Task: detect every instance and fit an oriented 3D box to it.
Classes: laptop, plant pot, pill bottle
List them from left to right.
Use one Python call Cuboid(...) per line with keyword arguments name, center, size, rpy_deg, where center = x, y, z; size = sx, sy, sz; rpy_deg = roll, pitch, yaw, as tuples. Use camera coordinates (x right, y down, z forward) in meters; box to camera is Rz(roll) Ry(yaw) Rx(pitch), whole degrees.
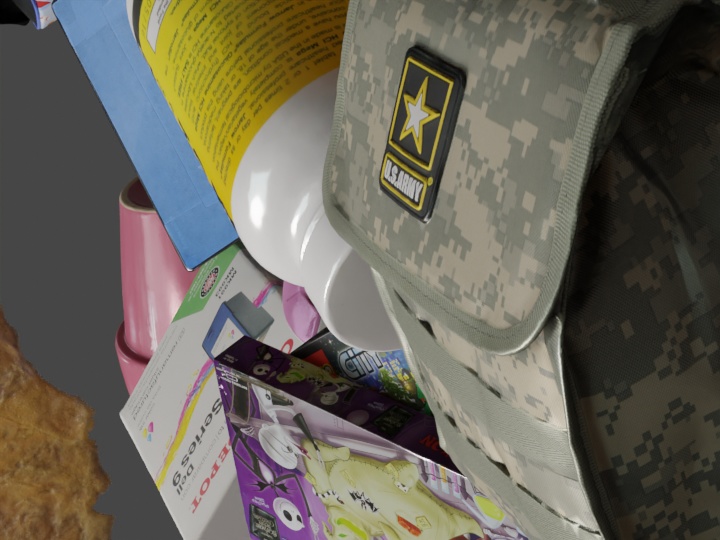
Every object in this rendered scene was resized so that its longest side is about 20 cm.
Cuboid(name="laptop", center=(-0.089, -0.123, 0.844), size=(0.189, 0.115, 0.200), rpy_deg=(61, 171, 6))
Cuboid(name="plant pot", center=(-0.127, 0.004, 1.341), size=(0.200, 0.198, 0.181), rpy_deg=(-140, 34, -60))
Cuboid(name="pill bottle", center=(-0.016, -0.067, 0.639), size=(0.201, 0.111, 0.113), rpy_deg=(59, 174, 38))

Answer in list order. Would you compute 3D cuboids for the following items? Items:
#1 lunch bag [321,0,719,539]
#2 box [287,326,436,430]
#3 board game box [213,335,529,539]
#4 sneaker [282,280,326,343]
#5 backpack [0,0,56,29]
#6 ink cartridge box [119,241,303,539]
Cuboid(name="lunch bag", center=(0.065, -0.009, 0.478), size=(0.164, 0.117, 0.202), rpy_deg=(40, 155, 60))
Cuboid(name="box", center=(0.061, 0.061, 0.696), size=(0.137, 0.038, 0.199), rpy_deg=(57, 144, -2))
Cuboid(name="board game box", center=(0.015, 0.115, 0.736), size=(0.199, 0.032, 0.121), rpy_deg=(20, 136, 38))
Cuboid(name="sneaker", center=(0.056, 0.030, 0.795), size=(0.199, 0.088, 0.081), rpy_deg=(29, 114, 33))
Cuboid(name="backpack", center=(-0.221, -0.261, 1.020), size=(0.202, 0.153, 0.191), rpy_deg=(61, 164, 13))
Cuboid(name="ink cartridge box", center=(-0.060, 0.080, 0.940), size=(0.087, 0.146, 0.200), rpy_deg=(27, -172, -28))
